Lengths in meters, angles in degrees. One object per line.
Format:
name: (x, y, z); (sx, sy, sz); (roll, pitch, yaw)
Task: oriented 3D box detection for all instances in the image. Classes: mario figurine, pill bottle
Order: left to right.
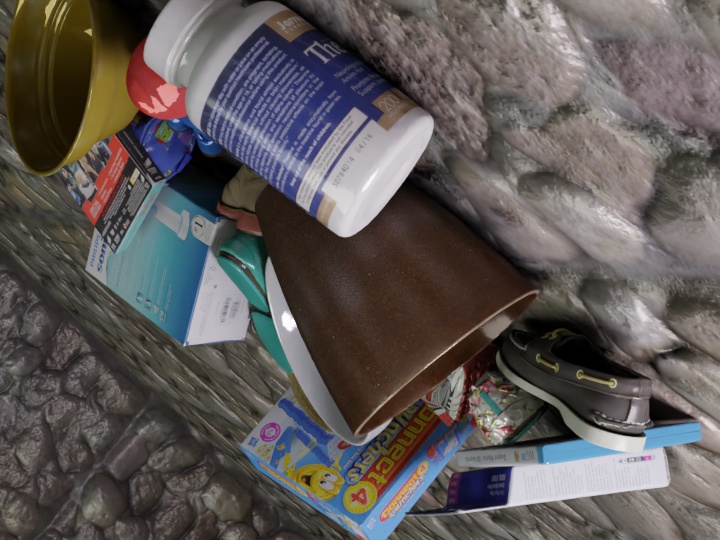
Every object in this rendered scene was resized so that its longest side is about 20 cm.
mario figurine: (-0.133, -0.166, 1.098); (0.123, 0.106, 0.200); (3, 172, 0)
pill bottle: (-0.055, -0.124, 0.927); (0.200, 0.111, 0.111); (38, 163, 8)

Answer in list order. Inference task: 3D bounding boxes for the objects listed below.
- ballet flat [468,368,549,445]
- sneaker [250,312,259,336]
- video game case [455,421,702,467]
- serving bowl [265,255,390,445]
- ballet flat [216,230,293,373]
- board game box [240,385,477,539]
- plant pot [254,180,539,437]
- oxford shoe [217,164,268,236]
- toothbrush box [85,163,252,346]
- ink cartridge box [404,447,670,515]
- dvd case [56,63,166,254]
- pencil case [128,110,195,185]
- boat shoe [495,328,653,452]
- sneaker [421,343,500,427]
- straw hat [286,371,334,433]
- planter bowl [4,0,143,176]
ballet flat: (0.136, 0.116, 1.157); (0.064, 0.076, 0.200); (44, -178, 11)
sneaker: (-0.112, 0.013, 1.445); (0.074, 0.085, 0.200); (26, 158, 36)
video game case: (0.183, 0.153, 1.107); (0.200, 0.143, 0.018); (149, 114, -72)
serving bowl: (-0.015, 0.060, 1.198); (0.200, 0.066, 0.200); (49, 153, 36)
ballet flat: (-0.082, 0.027, 1.316); (0.067, 0.070, 0.200); (27, 153, 37)
board game box: (0.002, 0.176, 1.417); (0.196, 0.200, 0.056); (26, 157, 38)
plant pot: (0.010, -0.002, 1.031); (0.200, 0.187, 0.187); (52, 165, 11)
oxford shoe: (-0.092, -0.079, 1.231); (0.070, 0.075, 0.200); (9, -172, -18)
toothbrush box: (-0.198, -0.028, 1.370); (0.085, 0.146, 0.200); (-3, -155, -46)
ink cartridge box: (0.158, 0.199, 1.201); (0.196, 0.200, 0.043); (139, 127, -73)
dvd case: (-0.280, -0.130, 1.294); (0.200, 0.022, 0.146); (52, 143, 9)
pencil case: (-0.253, -0.156, 1.330); (0.200, 0.078, 0.087); (28, 162, 36)
boat shoe: (0.176, 0.082, 1.042); (0.072, 0.061, 0.201); (8, -166, -24)
sneaker: (0.084, 0.102, 1.262); (0.082, 0.078, 0.200); (39, 163, 5)
straw hat: (-0.005, 0.075, 1.357); (0.201, 0.085, 0.201); (16, 108, 60)
planter bowl: (-0.251, -0.184, 1.172); (0.083, 0.200, 0.200); (1, -170, -37)
